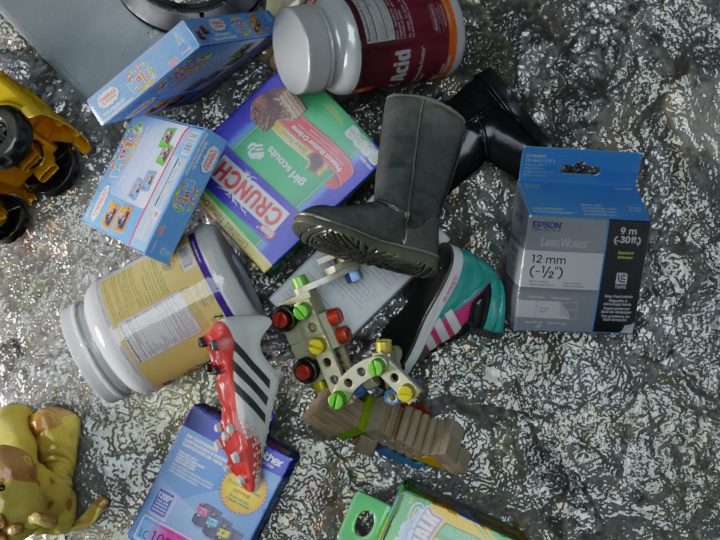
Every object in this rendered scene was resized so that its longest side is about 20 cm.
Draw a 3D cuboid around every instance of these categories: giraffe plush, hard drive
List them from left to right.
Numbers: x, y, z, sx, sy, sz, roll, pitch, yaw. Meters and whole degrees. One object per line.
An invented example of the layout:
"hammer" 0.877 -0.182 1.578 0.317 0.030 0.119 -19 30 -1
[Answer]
"giraffe plush" -0.396 0.252 1.179 0.172 0.162 0.201 -30 84 0
"hard drive" -0.342 -0.312 1.290 0.140 0.033 0.200 -44 84 -1

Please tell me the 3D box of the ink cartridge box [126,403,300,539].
"ink cartridge box" -0.161 0.245 1.213 0.136 0.076 0.201 26 85 5

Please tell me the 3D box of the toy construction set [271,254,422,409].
"toy construction set" -0.017 0.064 1.140 0.131 0.092 0.201 -22 78 25

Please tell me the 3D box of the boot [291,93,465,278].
"boot" 0.025 -0.105 1.131 0.181 0.073 0.201 17 71 -22

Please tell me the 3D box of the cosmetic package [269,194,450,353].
"cosmetic package" 0.000 0.000 1.225 0.200 0.071 0.101 -44 85 -1

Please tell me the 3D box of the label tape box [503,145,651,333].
"label tape box" 0.244 -0.032 1.175 0.143 0.066 0.201 3 109 -8

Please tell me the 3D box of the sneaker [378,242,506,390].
"sneaker" 0.103 0.065 1.213 0.120 0.084 0.200 15 120 -27

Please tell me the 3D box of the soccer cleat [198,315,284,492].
"soccer cleat" -0.119 0.145 1.140 0.085 0.069 0.201 -15 103 -28

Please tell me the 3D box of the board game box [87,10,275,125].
"board game box" -0.190 -0.229 1.165 0.151 0.200 0.037 -32 94 26

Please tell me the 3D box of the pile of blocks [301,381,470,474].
"pile of blocks" 0.035 0.179 1.220 0.199 0.082 0.062 22 55 -2

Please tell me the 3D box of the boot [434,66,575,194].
"boot" 0.134 -0.128 1.229 0.162 0.073 0.199 -35 77 -3

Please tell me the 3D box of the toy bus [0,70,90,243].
"toy bus" -0.458 -0.148 1.242 0.200 0.136 0.192 -46 71 1

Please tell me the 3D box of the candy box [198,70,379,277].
"candy box" -0.094 -0.120 1.238 0.200 0.077 0.169 -43 84 0

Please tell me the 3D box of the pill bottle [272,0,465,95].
"pill bottle" 0.009 -0.262 1.190 0.199 0.114 0.115 -14 84 -25

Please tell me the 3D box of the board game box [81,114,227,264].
"board game box" -0.241 -0.100 1.197 0.037 0.200 0.152 28 86 -37

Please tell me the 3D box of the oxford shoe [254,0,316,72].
"oxford shoe" -0.073 -0.339 1.260 0.074 0.071 0.200 31 87 8

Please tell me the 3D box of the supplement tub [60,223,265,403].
"supplement tub" -0.224 0.051 1.196 0.199 0.145 0.146 -28 84 1

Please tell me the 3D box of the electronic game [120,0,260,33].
"electronic game" -0.208 -0.381 1.278 0.199 0.042 0.201 1 77 -5

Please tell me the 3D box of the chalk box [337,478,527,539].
"chalk box" 0.074 0.315 1.168 0.199 0.124 0.125 23 86 5
